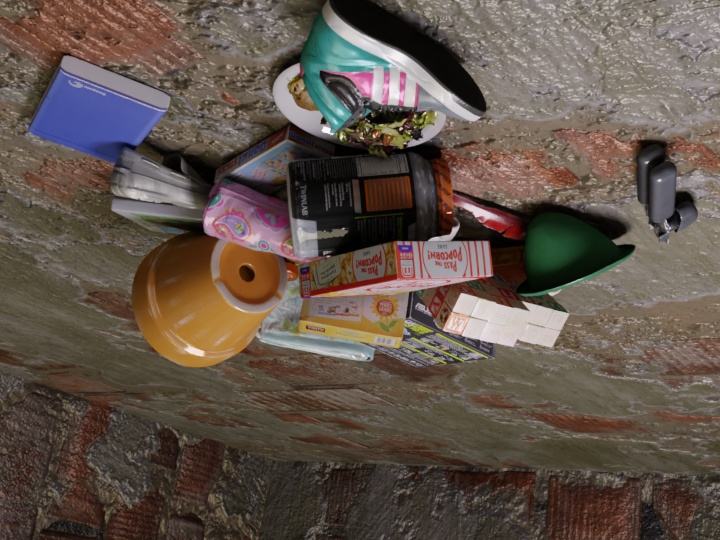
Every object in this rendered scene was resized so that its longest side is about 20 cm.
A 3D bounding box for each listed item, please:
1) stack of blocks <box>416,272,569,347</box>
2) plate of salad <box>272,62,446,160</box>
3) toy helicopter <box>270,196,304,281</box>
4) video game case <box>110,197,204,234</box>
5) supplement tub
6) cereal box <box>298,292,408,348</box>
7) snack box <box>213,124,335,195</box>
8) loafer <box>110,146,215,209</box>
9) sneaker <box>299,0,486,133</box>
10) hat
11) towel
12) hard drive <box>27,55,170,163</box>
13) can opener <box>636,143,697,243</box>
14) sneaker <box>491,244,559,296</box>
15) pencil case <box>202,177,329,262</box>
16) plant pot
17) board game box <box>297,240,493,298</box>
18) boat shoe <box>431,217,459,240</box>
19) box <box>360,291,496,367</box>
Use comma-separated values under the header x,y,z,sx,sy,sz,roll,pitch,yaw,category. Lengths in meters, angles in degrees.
x,y,z,sx,sy,sz,roll,pitch,yaw,category
0.188,0.050,1.333,0.199,0.059,0.115,15,-158,-26,stack of blocks
-0.003,-0.177,1.085,0.199,0.048,0.200,8,160,3,plate of salad
-0.096,-0.054,1.420,0.131,0.079,0.200,-2,156,19,toy helicopter
-0.253,-0.073,1.457,0.199,0.022,0.182,7,174,7,video game case
0.010,-0.083,1.189,0.199,0.123,0.123,-4,161,-4,supplement tub
0.000,0.000,1.338,0.143,0.201,0.040,10,152,0,cereal box
-0.118,-0.139,1.272,0.072,0.024,0.200,22,157,-30,snack box
-0.249,-0.123,1.310,0.070,0.070,0.199,14,-175,37,loafer
0.019,-0.179,0.964,0.199,0.084,0.121,27,131,-25,sneaker
0.252,-0.074,1.294,0.199,0.177,0.165,-26,-174,-36,hat
-0.064,0.048,1.541,0.199,0.172,0.048,11,158,-3,towel
-0.334,-0.196,1.211,0.131,0.026,0.200,19,158,-24,hard drive
0.373,-0.094,1.162,0.067,0.054,0.200,-27,153,4,can opener
0.215,-0.013,1.427,0.199,0.073,0.077,4,145,-4,sneaker
-0.109,-0.061,1.291,0.199,0.088,0.088,17,161,5,pencil case
-0.205,0.024,1.399,0.199,0.201,0.183,21,152,-30,plant pot
0.039,-0.001,1.183,0.151,0.047,0.200,-2,173,-36,board game box
0.043,-0.090,1.286,0.199,0.071,0.069,23,132,-21,boat shoe
0.084,0.093,1.452,0.199,0.045,0.160,26,153,-39,box
